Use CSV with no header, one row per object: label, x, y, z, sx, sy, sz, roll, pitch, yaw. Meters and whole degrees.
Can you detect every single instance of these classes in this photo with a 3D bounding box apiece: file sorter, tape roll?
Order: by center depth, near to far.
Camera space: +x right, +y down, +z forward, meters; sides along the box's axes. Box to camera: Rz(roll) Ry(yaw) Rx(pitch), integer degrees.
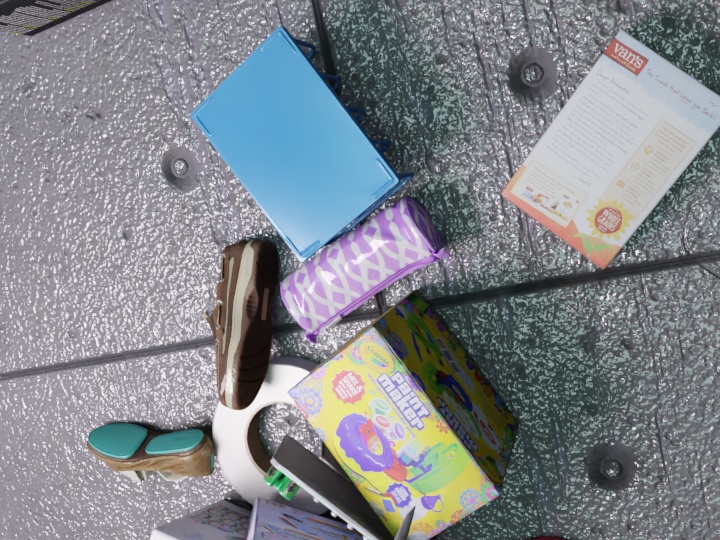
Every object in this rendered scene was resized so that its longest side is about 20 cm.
file sorter,-0.054,-0.137,0.870,0.139,0.123,0.200,-38,86,20
tape roll,-0.090,0.209,0.985,0.202,0.037,0.204,3,100,16

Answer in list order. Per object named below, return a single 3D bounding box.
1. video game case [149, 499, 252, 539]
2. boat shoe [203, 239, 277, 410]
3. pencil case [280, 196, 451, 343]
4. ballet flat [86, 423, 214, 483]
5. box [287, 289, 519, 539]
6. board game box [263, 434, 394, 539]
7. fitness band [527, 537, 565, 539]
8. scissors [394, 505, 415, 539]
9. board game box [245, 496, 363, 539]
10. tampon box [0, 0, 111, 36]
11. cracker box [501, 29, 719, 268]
video game case,-0.125,0.328,0.932,0.181,0.200,0.024,18,87,14
boat shoe,-0.150,0.064,0.949,0.074,0.075,0.203,2,75,24
pencil case,0.000,0.000,0.895,0.200,0.084,0.086,-36,54,21
ballet flat,-0.272,0.245,1.034,0.199,0.068,0.073,-5,118,24
box,0.056,0.149,0.847,0.122,0.193,0.200,-38,87,19
board game box,-0.014,0.258,0.849,0.200,0.200,0.026,37,86,2
fitness band,0.199,0.398,0.927,0.199,0.037,0.144,-31,89,18
scissors,0.026,0.300,0.748,0.073,0.014,0.200,30,114,-7
board game box,-0.030,0.321,0.873,0.199,0.200,0.041,18,85,-4
tampon box,-0.375,-0.386,0.925,0.199,0.126,0.151,-15,94,19
cracker box,0.259,-0.122,0.809,0.134,0.058,0.200,38,109,7
